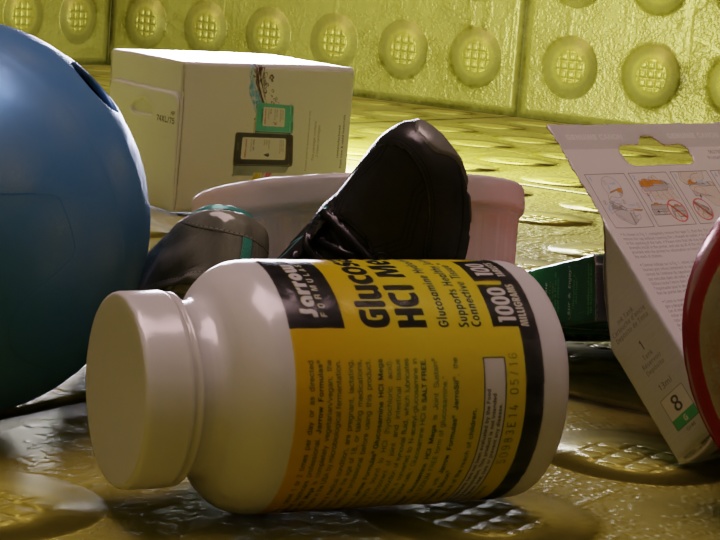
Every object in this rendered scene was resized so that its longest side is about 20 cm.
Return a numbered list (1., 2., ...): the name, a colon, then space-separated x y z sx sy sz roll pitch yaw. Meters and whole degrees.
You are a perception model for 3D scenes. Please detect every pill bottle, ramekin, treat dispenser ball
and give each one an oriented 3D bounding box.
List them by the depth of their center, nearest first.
1. pill bottle: -0.016 0.051 0.841 0.199 0.113 0.112 0 10 -27
2. treat dispenser ball: -0.206 -0.027 0.945 0.200 0.202 0.201 4 9 -1
3. ramekin: 0.000 0.000 1.109 0.201 0.095 0.202 -2 -5 0

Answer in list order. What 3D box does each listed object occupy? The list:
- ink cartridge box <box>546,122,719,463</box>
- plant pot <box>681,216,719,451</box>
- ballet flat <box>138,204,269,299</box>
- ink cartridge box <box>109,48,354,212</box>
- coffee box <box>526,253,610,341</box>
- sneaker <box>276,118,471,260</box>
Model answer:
1. ink cartridge box: 0.193 0.007 1.053 0.160 0.050 0.201 -4 54 -41
2. plant pot: 0.263 0.025 0.896 0.200 0.202 0.182 13 19 41
3. ballet flat: -0.113 0.029 1.023 0.067 0.064 0.200 14 -30 -27
4. ink cartridge box: -0.133 -0.140 1.857 0.199 0.147 0.146 -2 12 -36
5. coffee box: 0.168 0.020 1.197 0.122 0.044 0.200 1 -5 -16
6. sneaker: -0.011 0.013 0.926 0.075 0.200 0.079 44 37 23
